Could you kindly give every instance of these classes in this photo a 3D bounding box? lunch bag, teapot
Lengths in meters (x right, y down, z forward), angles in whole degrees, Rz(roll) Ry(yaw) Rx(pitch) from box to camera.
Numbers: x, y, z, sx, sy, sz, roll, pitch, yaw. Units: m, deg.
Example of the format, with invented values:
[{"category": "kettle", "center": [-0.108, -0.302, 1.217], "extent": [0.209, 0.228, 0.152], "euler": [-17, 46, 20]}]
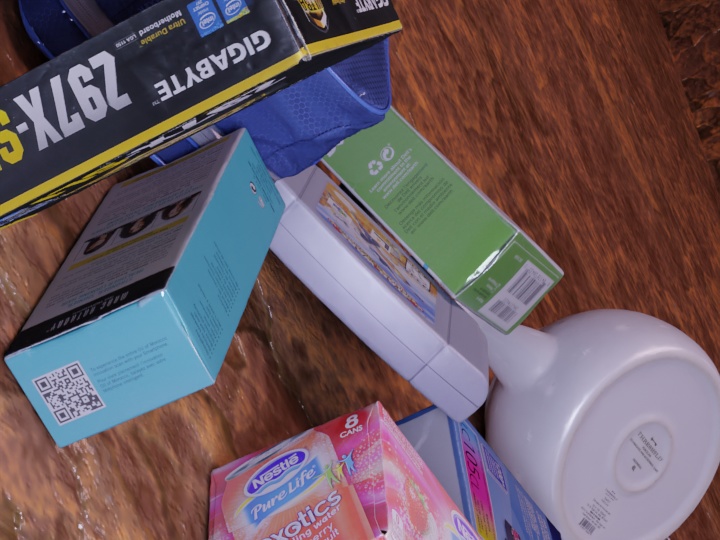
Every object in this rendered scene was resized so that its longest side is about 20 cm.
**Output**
[{"category": "lunch bag", "center": [-0.081, -0.128, 1.055], "extent": [0.200, 0.132, 0.136], "euler": [46, 27, -31]}, {"category": "teapot", "center": [0.164, 0.110, 1.479], "extent": [0.146, 0.197, 0.201], "euler": [30, -55, 51]}]

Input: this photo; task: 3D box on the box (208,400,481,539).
[{"category": "box", "center": [0.015, 0.175, 1.007], "extent": [0.200, 0.102, 0.095], "euler": [54, 21, -35]}]

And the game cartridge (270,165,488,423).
[{"category": "game cartridge", "center": [0.000, 0.000, 1.175], "extent": [0.200, 0.042, 0.133], "euler": [44, 7, -6]}]

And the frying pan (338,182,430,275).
[{"category": "frying pan", "center": [0.010, -0.014, 1.362], "extent": [0.115, 0.031, 0.190], "euler": [63, 14, -13]}]

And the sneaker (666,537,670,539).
[{"category": "sneaker", "center": [0.232, 0.256, 1.622], "extent": [0.200, 0.075, 0.116], "euler": [-63, 131, -70]}]

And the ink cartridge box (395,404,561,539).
[{"category": "ink cartridge box", "center": [0.075, 0.192, 1.219], "extent": [0.200, 0.076, 0.137], "euler": [53, 22, -44]}]

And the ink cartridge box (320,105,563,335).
[{"category": "ink cartridge box", "center": [0.035, -0.053, 1.299], "extent": [0.200, 0.059, 0.104], "euler": [46, 5, 26]}]

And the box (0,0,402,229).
[{"category": "box", "center": [-0.094, -0.070, 0.822], "extent": [0.050, 0.199, 0.160], "euler": [64, 16, -2]}]

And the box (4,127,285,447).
[{"category": "box", "center": [-0.094, 0.002, 0.932], "extent": [0.049, 0.082, 0.200], "euler": [62, 18, -19]}]
